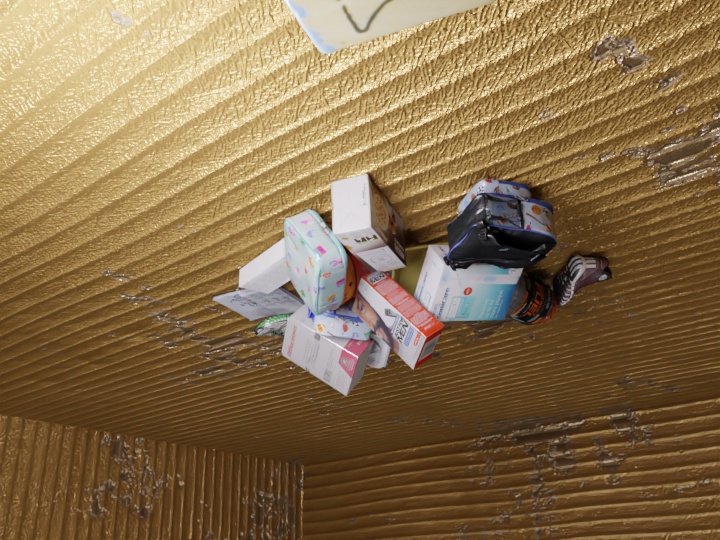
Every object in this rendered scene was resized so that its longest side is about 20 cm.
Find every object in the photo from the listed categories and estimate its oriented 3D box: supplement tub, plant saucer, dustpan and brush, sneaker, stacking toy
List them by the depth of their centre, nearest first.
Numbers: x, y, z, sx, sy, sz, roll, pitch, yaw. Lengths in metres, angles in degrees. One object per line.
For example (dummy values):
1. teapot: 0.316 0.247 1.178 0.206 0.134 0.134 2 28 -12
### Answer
1. plant saucer: 0.157 0.013 1.629 0.199 0.049 0.201 -7 126 -13
2. stacking toy: 0.000 0.000 1.641 0.199 0.147 0.146 -12 161 -23
3. sneaker: 0.546 0.027 1.764 0.115 0.076 0.200 -3 155 -5
4. supplement tub: 0.385 0.062 1.769 0.200 0.123 0.122 19 149 -39
5. dustpan and brush: -0.024 0.166 1.805 0.200 0.057 0.140 36 145 20
6. sneaker: -0.187 0.160 1.956 0.199 0.086 0.078 -3 167 -19

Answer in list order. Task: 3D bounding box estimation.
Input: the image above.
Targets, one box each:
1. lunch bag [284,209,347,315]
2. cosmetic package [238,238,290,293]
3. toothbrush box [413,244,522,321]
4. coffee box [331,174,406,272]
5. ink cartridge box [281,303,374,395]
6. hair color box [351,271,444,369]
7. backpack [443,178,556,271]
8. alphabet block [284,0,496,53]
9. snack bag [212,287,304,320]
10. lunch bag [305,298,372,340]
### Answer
1. lunch bag: -0.095 -0.022 1.483 0.077 0.161 0.200 -21 145 -22
2. cosmetic package: -0.194 -0.008 1.659 0.082 0.051 0.200 14 151 -35
3. toothbrush box: 0.232 0.027 1.577 0.199 0.085 0.147 2 121 -22
4. coffee box: 0.018 -0.086 1.422 0.079 0.115 0.200 -11 154 19
5. ink cartridge box: -0.082 0.189 1.775 0.200 0.083 0.147 30 133 16
6. hair color box: 0.077 0.102 1.565 0.064 0.200 0.111 -27 147 -35
7. backpack: 0.277 -0.081 1.410 0.190 0.155 0.200 13 159 -12
8. alphabet block: 0.013 -0.364 0.704 0.199 0.197 0.195 -11 156 19
9. snack bag: -0.261 0.086 1.903 0.199 0.021 0.189 -12 154 23
10. lunch bag: -0.053 0.089 1.725 0.160 0.200 0.076 11 112 -20
